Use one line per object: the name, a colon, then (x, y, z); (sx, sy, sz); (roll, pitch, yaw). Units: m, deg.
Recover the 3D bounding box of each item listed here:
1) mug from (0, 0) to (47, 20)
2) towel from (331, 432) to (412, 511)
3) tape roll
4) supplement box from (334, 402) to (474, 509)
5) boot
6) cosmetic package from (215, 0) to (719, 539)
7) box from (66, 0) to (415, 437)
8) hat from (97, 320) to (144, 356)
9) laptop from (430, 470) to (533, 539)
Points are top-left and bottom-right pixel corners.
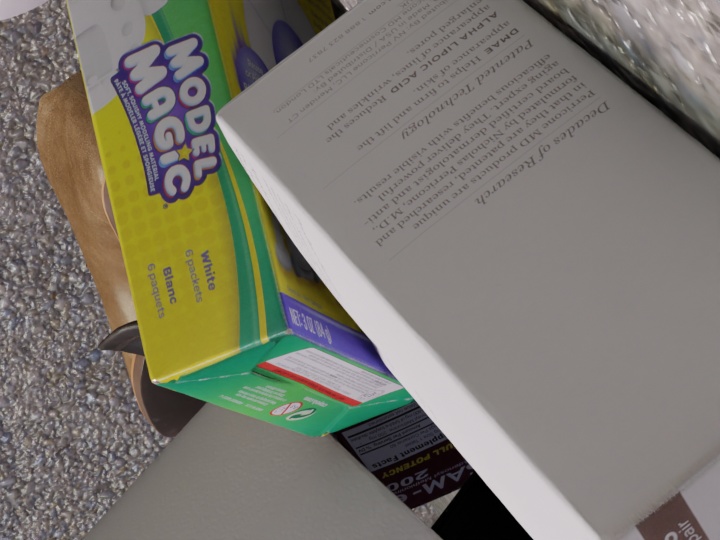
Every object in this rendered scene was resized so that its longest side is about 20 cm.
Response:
mug: (-0.174, -0.201, 0.839); (0.187, 0.149, 0.153); (46, 168, 3)
towel: (-0.013, 0.086, 1.039); (0.144, 0.023, 0.201); (34, -147, -63)
tape roll: (-0.013, 0.149, 0.765); (0.203, 0.139, 0.203); (43, 176, 4)
supplement box: (-0.008, 0.007, 1.026); (0.200, 0.061, 0.109); (56, -162, -34)
boot: (-0.087, -0.008, 0.921); (0.075, 0.074, 0.200); (38, 153, 30)
cosmetic package: (0.056, 0.017, 0.521); (0.200, 0.081, 0.113); (46, 173, 48)
box: (-0.040, -0.058, 0.651); (0.117, 0.048, 0.201); (28, -137, -66)
hat: (0.000, 0.000, 0.845); (0.201, 0.199, 0.081); (88, -175, -83)
laptop: (0.090, 0.143, 0.992); (0.116, 0.200, 0.188); (-18, 114, 49)
